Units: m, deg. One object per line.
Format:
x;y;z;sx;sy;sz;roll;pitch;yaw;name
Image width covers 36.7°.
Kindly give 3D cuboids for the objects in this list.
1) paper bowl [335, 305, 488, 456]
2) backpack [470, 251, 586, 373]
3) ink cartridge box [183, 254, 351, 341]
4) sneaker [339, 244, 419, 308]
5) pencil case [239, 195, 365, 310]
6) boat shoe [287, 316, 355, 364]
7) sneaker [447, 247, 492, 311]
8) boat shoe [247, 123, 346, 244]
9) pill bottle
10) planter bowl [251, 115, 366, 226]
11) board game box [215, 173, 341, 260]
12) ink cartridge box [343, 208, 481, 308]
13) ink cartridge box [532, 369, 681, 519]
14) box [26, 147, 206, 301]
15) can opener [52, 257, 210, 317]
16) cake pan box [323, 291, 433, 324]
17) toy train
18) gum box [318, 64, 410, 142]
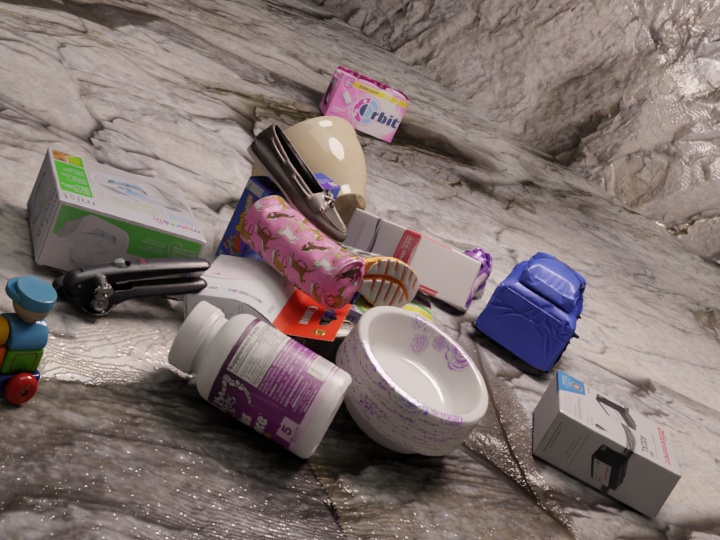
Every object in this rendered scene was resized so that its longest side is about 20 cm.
0.057;0.150;1.386;0.198;0.105;0.202;26;30;-17;paper bowl
0.310;0.061;1.858;0.162;0.169;0.200;38;18;8;backpack
-0.118;0.034;1.447;0.196;0.058;0.163;3;18;9;ink cartridge box
0.000;0.000;1.596;0.197;0.079;0.077;17;14;-30;sneaker
-0.080;-0.027;1.483;0.199;0.084;0.086;36;13;35;pencil case
-0.027;0.093;1.482;0.198;0.075;0.073;13;26;-38;boat shoe
0.187;0.008;1.930;0.080;0.089;0.200;33;22;11;sneaker
-0.082;-0.125;1.565;0.200;0.057;0.067;47;18;4;boat shoe
-0.118;0.121;1.250;0.198;0.113;0.112;30;21;6;pill bottle
-0.069;-0.142;1.830;0.198;0.200;0.136;3;49;-48;planter bowl
-0.123;-0.078;1.667;0.045;0.136;0.199;36;22;22;board game box
0.078;-0.021;1.769;0.144;0.086;0.199;23;0;-36;ink cartridge box
0.357;0.251;1.588;0.198;0.085;0.145;28;20;-1;ink cartridge box
-0.323;-0.058;1.420;0.197;0.098;0.177;17;19;-27;box
-0.273;0.009;1.328;0.197;0.064;0.079;-9;41;-31;can opener
0.017;0.057;1.656;0.197;0.053;0.185;25;19;-8;cake pan box
-0.389;0.062;1.034;0.198;0.117;0.085;3;32;-49;toy train
0.005;-0.400;2.599;0.197;0.115;0.066;18;23;-25;gum box
